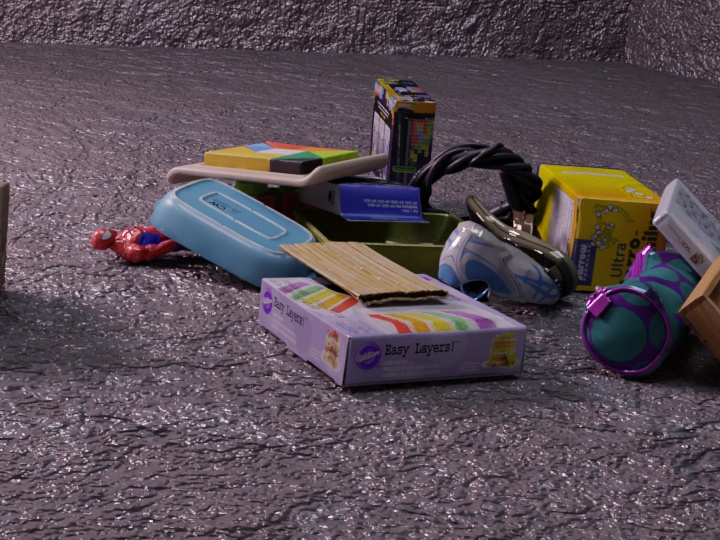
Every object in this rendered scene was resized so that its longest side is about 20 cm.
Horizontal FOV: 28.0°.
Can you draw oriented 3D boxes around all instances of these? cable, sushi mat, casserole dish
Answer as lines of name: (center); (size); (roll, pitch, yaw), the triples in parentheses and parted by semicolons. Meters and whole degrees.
cable: (0.136, -0.088, 1.717); (0.163, 0.051, 0.200); (11, -29, -10)
sushi mat: (0.000, 0.000, 1.384); (0.095, 0.012, 0.200); (-3, 15, -24)
casserole dish: (-0.129, -0.044, 1.536); (0.200, 0.039, 0.121); (28, 27, 18)

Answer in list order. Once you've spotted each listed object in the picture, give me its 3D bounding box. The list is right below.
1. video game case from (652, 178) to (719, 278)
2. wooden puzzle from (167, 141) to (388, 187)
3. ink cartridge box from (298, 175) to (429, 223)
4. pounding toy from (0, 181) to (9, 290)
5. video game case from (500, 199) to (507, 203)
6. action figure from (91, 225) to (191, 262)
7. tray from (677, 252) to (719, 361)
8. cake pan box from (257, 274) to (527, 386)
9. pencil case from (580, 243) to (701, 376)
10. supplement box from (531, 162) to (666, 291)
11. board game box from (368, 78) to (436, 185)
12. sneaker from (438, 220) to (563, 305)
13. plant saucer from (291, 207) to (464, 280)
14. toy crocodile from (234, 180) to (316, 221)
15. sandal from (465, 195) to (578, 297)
video game case: (0.381, -0.009, 1.516); (0.182, 0.024, 0.200); (48, 21, 1)
wooden puzzle: (-0.093, -0.123, 1.653); (0.200, 0.037, 0.185); (2, 11, 27)
ink cartridge box: (0.002, -0.084, 1.648); (0.099, 0.039, 0.200); (1, 9, -19)
pounding toy: (-0.414, -0.013, 1.288); (0.184, 0.143, 0.200); (3, 4, -12)
video game case: (0.319, -0.071, 1.941); (0.200, 0.026, 0.181); (-8, 20, -41)
action figure: (-0.199, -0.036, 1.579); (0.200, 0.052, 0.065); (-6, 23, -30)
tray: (0.373, 0.031, 1.378); (0.099, 0.037, 0.200); (49, 36, 2)
cake pan box: (0.024, 0.050, 1.323); (0.184, 0.052, 0.200); (1, 14, -27)
pencil case: (0.276, 0.035, 1.392); (0.085, 0.092, 0.200); (-37, -5, 24)
supplement box: (0.275, -0.052, 1.685); (0.109, 0.109, 0.200); (3, 15, -7)
board game box: (0.052, -0.155, 1.880); (0.057, 0.166, 0.200); (1, 15, -7)
sneaker: (0.141, 0.005, 1.469); (0.072, 0.073, 0.200); (40, 10, 36)
plant saucer: (0.036, -0.026, 1.607); (0.200, 0.048, 0.200); (1, 13, -14)
toy crocodile: (-0.097, -0.081, 1.740); (0.062, 0.068, 0.200); (16, 20, 35)
sandal: (0.185, -0.029, 1.611); (0.057, 0.080, 0.201); (-32, 38, -18)
